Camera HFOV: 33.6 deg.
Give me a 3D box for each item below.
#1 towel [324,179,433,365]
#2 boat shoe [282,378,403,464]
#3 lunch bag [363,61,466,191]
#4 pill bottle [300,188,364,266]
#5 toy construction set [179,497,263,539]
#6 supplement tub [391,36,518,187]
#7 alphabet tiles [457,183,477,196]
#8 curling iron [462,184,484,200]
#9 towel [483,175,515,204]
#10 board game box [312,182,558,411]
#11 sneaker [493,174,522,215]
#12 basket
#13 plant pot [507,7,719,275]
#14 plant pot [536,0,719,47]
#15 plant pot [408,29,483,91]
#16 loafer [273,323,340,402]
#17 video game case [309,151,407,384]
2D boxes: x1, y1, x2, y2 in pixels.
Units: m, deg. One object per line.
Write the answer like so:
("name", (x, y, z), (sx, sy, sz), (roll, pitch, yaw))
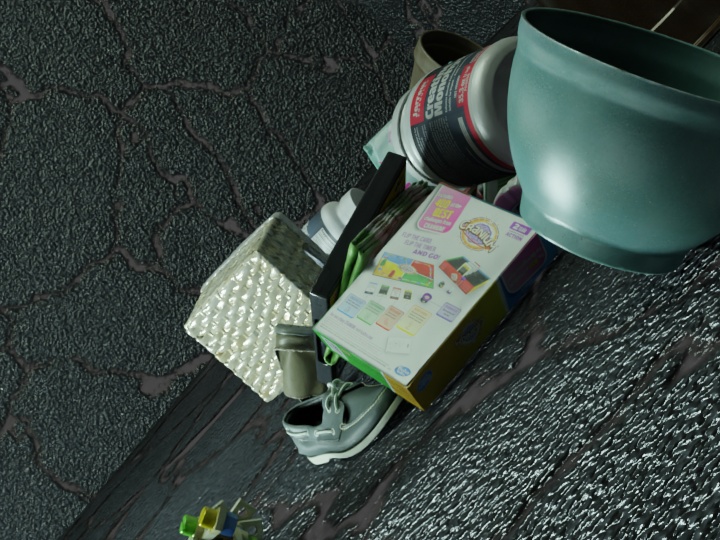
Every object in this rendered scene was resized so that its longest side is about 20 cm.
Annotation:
("towel", (0.024, 0.001, 1.283), (0.200, 0.031, 0.150), (-46, -28, -57))
("boat shoe", (-0.021, 0.145, 1.202), (0.073, 0.062, 0.200), (-51, 8, -31))
("lunch bag", (0.131, -0.154, 1.570), (0.170, 0.122, 0.200), (-44, -36, 19))
("pill bottle", (-0.052, -0.064, 2.345), (0.200, 0.120, 0.120), (-43, 8, 25))
("toy construction set", (-0.145, 0.272, 1.118), (0.200, 0.092, 0.132), (122, 166, -86))
("supplement tub", (0.135, -0.169, 1.322), (0.141, 0.140, 0.200), (-50, 18, -23))
("alphabet tiles", (0.078, -0.007, 1.354), (0.167, 0.008, 0.200), (-50, -17, -20))
("curling iron", (0.141, -0.097, 1.472), (0.199, 0.026, 0.050), (-16, -16, 20))
("towel", (0.201, -0.146, 1.360), (0.200, 0.023, 0.154), (-37, 44, 53))
("board game box", (0.069, 0.019, 1.138), (0.200, 0.040, 0.153), (-48, 41, -11))
("sneaker", (0.214, -0.109, 1.162), (0.200, 0.081, 0.088), (-42, 1, 44))
("basket", (-0.132, 0.057, 1.850), (0.200, 0.198, 0.161), (-44, 12, 21))
("plant pot", (0.184, -0.081, 0.811), (0.200, 0.199, 0.135), (-63, -10, -66))
("plant pot", (0.294, -0.323, 1.357), (0.200, 0.198, 0.200), (-46, 6, 6))
("plant pot", (0.186, -0.393, 2.586), (0.174, 0.199, 0.200), (-63, -4, 36))
("loafer", (-0.057, 0.116, 1.401), (0.200, 0.075, 0.070), (64, -148, -66))
("video game case", (0.000, 0.000, 1.306), (0.181, 0.025, 0.201), (89, -154, -56))
